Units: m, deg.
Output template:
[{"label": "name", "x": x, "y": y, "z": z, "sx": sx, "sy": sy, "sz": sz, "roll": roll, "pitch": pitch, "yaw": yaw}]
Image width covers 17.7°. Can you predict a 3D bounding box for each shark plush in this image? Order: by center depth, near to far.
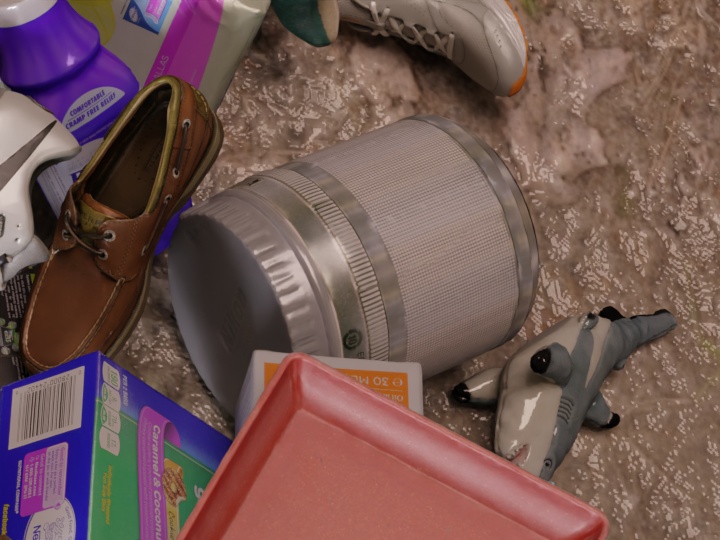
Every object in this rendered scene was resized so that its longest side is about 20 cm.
[{"label": "shark plush", "x": 0.142, "y": 0.077, "z": 1.549, "sx": 0.083, "sy": 0.091, "sz": 0.200, "roll": 61, "pitch": 36, "yaw": -3}]

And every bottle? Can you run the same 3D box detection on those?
[{"label": "bottle", "x": -0.173, "y": -0.094, "z": 1.434, "sx": 0.083, "sy": 0.200, "sz": 0.065, "roll": -35, "pitch": 37, "yaw": -18}]

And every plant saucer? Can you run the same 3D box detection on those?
[{"label": "plant saucer", "x": 0.004, "y": 0.168, "z": 1.217, "sx": 0.200, "sy": 0.037, "sz": 0.200, "roll": 27, "pitch": 58, "yaw": 5}]

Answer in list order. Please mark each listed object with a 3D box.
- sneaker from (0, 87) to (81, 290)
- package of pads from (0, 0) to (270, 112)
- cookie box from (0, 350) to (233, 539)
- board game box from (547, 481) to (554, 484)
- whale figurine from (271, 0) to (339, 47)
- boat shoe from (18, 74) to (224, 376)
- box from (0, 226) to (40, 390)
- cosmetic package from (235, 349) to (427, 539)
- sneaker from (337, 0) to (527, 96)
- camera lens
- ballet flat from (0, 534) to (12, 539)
[{"label": "sneaker", "x": -0.230, "y": -0.009, "z": 1.337, "sx": 0.088, "sy": 0.074, "sz": 0.200, "roll": 29, "pitch": 86, "yaw": -4}, {"label": "package of pads", "x": -0.176, "y": -0.158, "z": 1.494, "sx": 0.200, "sy": 0.155, "sz": 0.068, "roll": 25, "pitch": 32, "yaw": -7}, {"label": "cookie box", "x": -0.117, "y": 0.167, "z": 1.301, "sx": 0.200, "sy": 0.075, "sz": 0.172, "roll": 40, "pitch": 40, "yaw": -47}, {"label": "board game box", "x": 0.037, "y": 0.213, "z": 1.331, "sx": 0.150, "sy": 0.047, "sz": 0.201, "roll": 6, "pitch": 58, "yaw": -9}, {"label": "whale figurine", "x": -0.086, "y": -0.232, "z": 1.584, "sx": 0.104, "sy": 0.159, "sz": 0.200, "roll": -26, "pitch": 61, "yaw": -7}, {"label": "boat shoe", "x": -0.154, "y": -0.026, "z": 1.377, "sx": 0.072, "sy": 0.068, "sz": 0.200, "roll": 21, "pitch": 80, "yaw": 18}, {"label": "box", "x": -0.285, "y": 0.033, "z": 1.402, "sx": 0.193, "sy": 0.048, "sz": 0.200, "roll": -1, "pitch": 60, "yaw": -24}, {"label": "cosmetic package", "x": -0.017, "y": 0.150, "z": 1.287, "sx": 0.101, "sy": 0.071, "sz": 0.201, "roll": 4, "pitch": 59, "yaw": -10}, {"label": "sneaker", "x": 0.032, "y": -0.185, "z": 1.647, "sx": 0.092, "sy": 0.076, "sz": 0.200, "roll": -35, "pitch": 69, "yaw": -26}, {"label": "camera lens", "x": 0.000, "y": 0.000, "z": 1.459, "sx": 0.200, "sy": 0.160, "sz": 0.160, "roll": -23, "pitch": 70, "yaw": -30}, {"label": "ballet flat", "x": -0.249, "y": 0.173, "z": 1.231, "sx": 0.072, "sy": 0.200, "sz": 0.068, "roll": 19, "pitch": 68, "yaw": -29}]
